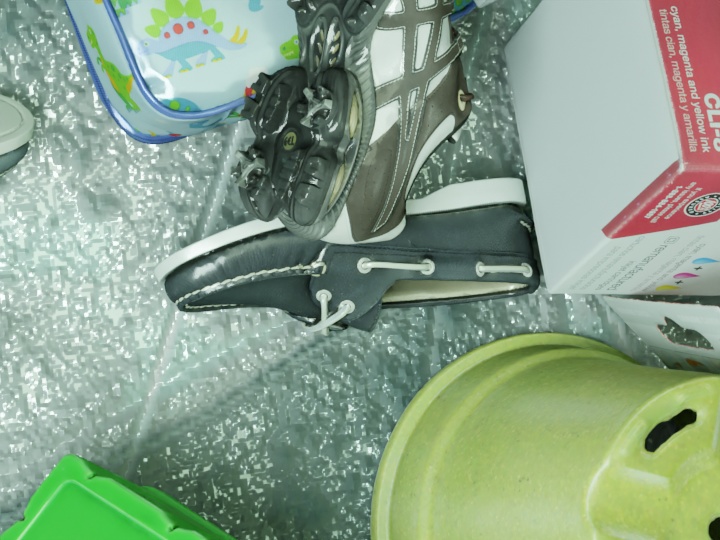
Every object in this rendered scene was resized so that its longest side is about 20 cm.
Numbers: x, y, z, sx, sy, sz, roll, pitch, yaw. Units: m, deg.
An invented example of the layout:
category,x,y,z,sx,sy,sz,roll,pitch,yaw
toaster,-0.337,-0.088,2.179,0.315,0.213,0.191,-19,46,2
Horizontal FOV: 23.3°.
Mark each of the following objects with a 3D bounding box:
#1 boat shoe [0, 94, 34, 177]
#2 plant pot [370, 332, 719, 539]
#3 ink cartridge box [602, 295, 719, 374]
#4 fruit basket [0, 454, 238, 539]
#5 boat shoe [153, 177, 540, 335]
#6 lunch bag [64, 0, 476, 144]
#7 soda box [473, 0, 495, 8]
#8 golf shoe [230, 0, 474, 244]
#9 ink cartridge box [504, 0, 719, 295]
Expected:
category,x,y,z,sx,sy,sz,roll,pitch,yaw
boat shoe,-0.242,-0.032,0.790,0.199,0.073,0.062,-20,133,-27
plant pot,0.128,0.121,0.821,0.199,0.184,0.202,3,81,-19
ink cartridge box,0.224,0.068,0.851,0.200,0.160,0.047,44,83,-9
fruit basket,-0.099,0.211,0.775,0.215,0.155,0.217,-30,132,-40
boat shoe,0.000,0.000,0.851,0.199,0.076,0.061,-12,81,-20
lunch bag,-0.049,-0.163,0.852,0.199,0.082,0.161,-24,92,-20
soda box,0.096,-0.217,0.872,0.068,0.063,0.200,52,43,-20
golf shoe,0.013,-0.108,0.795,0.094,0.078,0.201,20,93,-43
ink cartridge box,0.197,-0.078,0.865,0.199,0.145,0.145,0,66,-21
